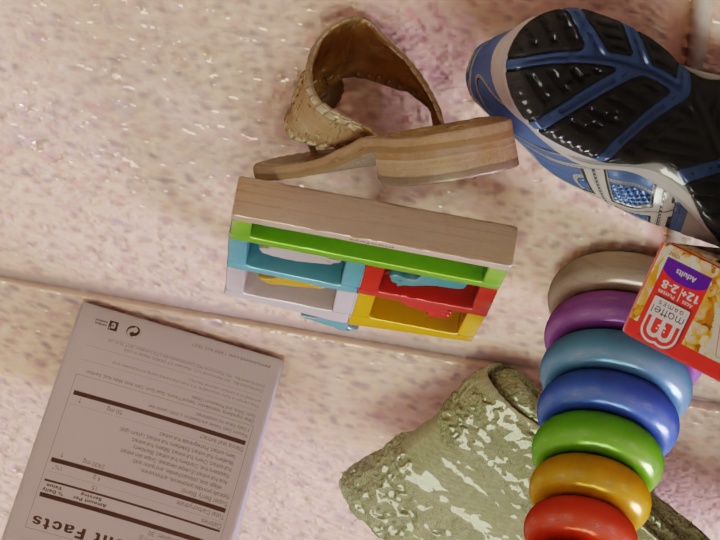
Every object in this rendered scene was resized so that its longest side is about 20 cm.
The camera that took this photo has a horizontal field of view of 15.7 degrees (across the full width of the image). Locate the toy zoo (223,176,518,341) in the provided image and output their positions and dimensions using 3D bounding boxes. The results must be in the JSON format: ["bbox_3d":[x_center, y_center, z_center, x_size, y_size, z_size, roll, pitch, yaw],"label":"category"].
[{"bbox_3d":[0.000,0.000,1.266,0.131,0.021,0.200,11,167,-1],"label":"toy zoo"}]

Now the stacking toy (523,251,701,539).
[{"bbox_3d":[0.115,0.093,1.238,0.085,0.200,0.085,11,149,7],"label":"stacking toy"}]

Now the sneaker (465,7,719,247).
[{"bbox_3d":[0.134,-0.058,1.133,0.200,0.076,0.077,29,171,-24],"label":"sneaker"}]

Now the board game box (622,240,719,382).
[{"bbox_3d":[0.230,0.050,1.137,0.200,0.046,0.151,28,-170,21],"label":"board game box"}]

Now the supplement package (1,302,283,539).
[{"bbox_3d":[-0.128,0.143,1.422,0.119,0.200,0.121,17,149,-2],"label":"supplement package"}]

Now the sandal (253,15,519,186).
[{"bbox_3d":[0.008,-0.078,1.146,0.077,0.070,0.212,-12,-173,-21],"label":"sandal"}]

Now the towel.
[{"bbox_3d":[0.098,0.145,1.423,0.200,0.037,0.148,40,127,-14],"label":"towel"}]
